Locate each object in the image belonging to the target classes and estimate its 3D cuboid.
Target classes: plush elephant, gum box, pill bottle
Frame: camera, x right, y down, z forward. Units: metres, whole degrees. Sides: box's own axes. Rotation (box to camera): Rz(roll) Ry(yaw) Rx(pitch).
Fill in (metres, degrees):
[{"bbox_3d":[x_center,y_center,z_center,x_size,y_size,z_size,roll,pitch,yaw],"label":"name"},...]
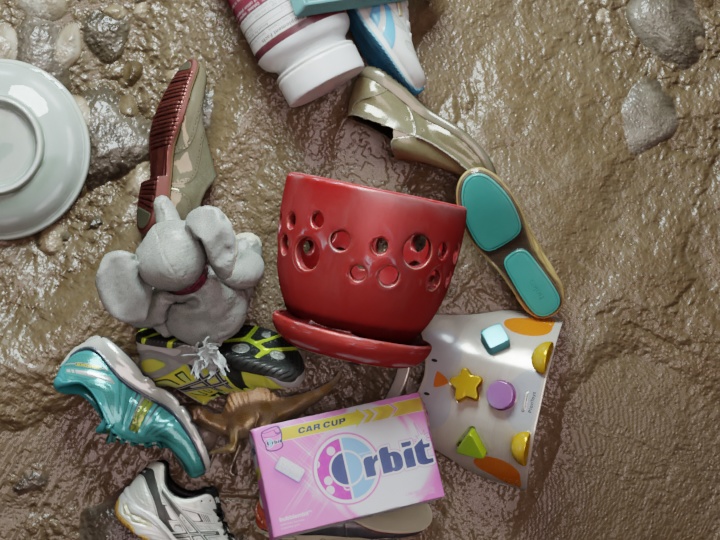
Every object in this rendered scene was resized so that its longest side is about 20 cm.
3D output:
[{"bbox_3d":[-0.185,-0.003,1.217,0.163,0.201,0.156,-19,126,-1],"label":"plush elephant"},{"bbox_3d":[-0.011,0.209,1.256,0.197,0.066,0.115,-11,76,-11],"label":"gum box"},{"bbox_3d":[-0.081,-0.291,1.292,0.113,0.114,0.202,-27,92,-6],"label":"pill bottle"}]

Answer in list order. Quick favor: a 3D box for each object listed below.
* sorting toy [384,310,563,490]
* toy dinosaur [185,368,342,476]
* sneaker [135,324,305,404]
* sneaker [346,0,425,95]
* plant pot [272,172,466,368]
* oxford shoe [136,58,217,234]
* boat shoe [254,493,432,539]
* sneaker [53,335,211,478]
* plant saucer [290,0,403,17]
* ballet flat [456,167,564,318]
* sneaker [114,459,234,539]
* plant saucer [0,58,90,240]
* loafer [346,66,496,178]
[{"bbox_3d":[0.120,0.132,1.327,0.178,0.107,0.203,12,87,13],"label":"sorting toy"},{"bbox_3d":[-0.106,0.171,1.307,0.197,0.058,0.102,-11,89,-7],"label":"toy dinosaur"},{"bbox_3d":[-0.150,0.105,1.281,0.198,0.075,0.077,9,115,22],"label":"sneaker"},{"bbox_3d":[0.026,-0.293,1.325,0.080,0.076,0.201,-32,96,-14],"label":"sneaker"},{"bbox_3d":[0.000,0.000,1.255,0.198,0.200,0.185,13,93,-6],"label":"plant pot"},{"bbox_3d":[-0.195,-0.132,1.310,0.074,0.070,0.203,14,87,-30],"label":"oxford shoe"},{"bbox_3d":[-0.020,0.275,1.313,0.197,0.072,0.063,5,130,-9],"label":"boat shoe"},{"bbox_3d":[-0.246,0.161,1.275,0.199,0.078,0.080,39,59,5],"label":"sneaker"},{"bbox_3d":[0.005,-0.322,1.273,0.198,0.019,0.071,-17,86,-33],"label":"plant saucer"},{"bbox_3d":[0.164,-0.035,1.323,0.068,0.063,0.201,-26,110,14],"label":"ballet flat"},{"bbox_3d":[-0.170,0.286,1.288,0.199,0.076,0.088,36,85,-5],"label":"sneaker"},{"bbox_3d":[-0.399,-0.135,1.285,0.197,0.050,0.203,0,89,-6],"label":"plant saucer"},{"bbox_3d":[0.066,-0.148,1.329,0.199,0.076,0.068,38,86,6],"label":"loafer"}]
